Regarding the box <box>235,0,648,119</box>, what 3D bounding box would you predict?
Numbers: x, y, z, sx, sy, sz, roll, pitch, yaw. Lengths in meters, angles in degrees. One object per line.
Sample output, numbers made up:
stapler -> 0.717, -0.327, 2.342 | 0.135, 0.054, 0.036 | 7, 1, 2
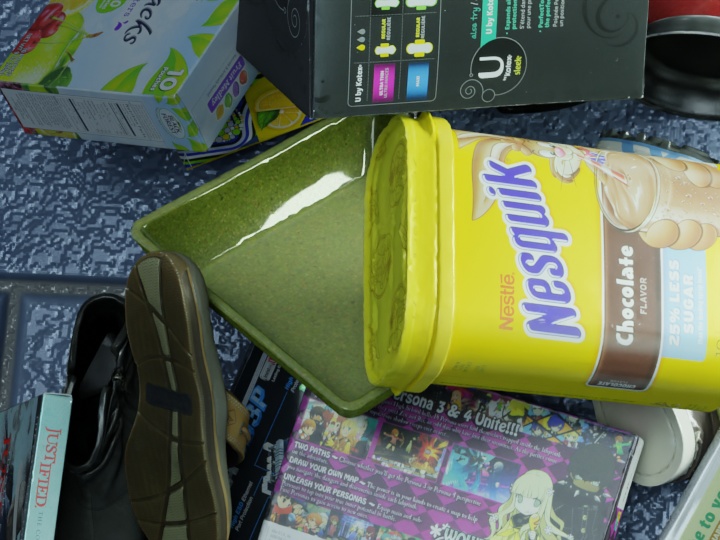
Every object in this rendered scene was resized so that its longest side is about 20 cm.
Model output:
box -> 0.044, -0.167, 1.450 | 0.199, 0.149, 0.125 | -5, 111, -18

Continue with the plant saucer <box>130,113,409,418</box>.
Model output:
plant saucer -> 0.000, 0.000, 1.526 | 0.199, 0.048, 0.200 | -30, 52, -30

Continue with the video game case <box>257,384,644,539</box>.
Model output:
video game case -> 0.043, 0.154, 1.495 | 0.199, 0.036, 0.183 | 15, 84, 16

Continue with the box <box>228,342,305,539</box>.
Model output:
box -> -0.020, 0.139, 1.557 | 0.158, 0.046, 0.201 | 22, 85, 15

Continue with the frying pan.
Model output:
frying pan -> 0.182, -0.111, 1.556 | 0.190, 0.114, 0.031 | -19, 55, 54

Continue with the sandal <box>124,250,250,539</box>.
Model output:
sandal -> -0.095, 0.080, 1.499 | 0.080, 0.054, 0.201 | 18, 118, 42

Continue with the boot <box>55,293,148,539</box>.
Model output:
boot -> -0.163, 0.119, 1.544 | 0.067, 0.131, 0.202 | 6, 81, 6

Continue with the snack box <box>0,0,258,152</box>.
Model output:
snack box -> -0.110, -0.163, 1.569 | 0.141, 0.053, 0.201 | 8, 52, 32

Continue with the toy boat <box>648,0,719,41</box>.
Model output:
toy boat -> 0.165, -0.234, 1.546 | 0.130, 0.131, 0.201 | -35, 74, 4

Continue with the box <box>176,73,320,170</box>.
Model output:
box -> -0.030, -0.137, 1.592 | 0.199, 0.064, 0.070 | -21, 38, 8

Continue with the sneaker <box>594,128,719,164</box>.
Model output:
sneaker -> 0.216, -0.020, 1.527 | 0.199, 0.072, 0.073 | 33, 95, 19

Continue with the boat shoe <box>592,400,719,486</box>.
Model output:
boat shoe -> 0.160, 0.029, 1.534 | 0.072, 0.059, 0.201 | -34, 69, 39

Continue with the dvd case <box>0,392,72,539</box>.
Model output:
dvd case -> -0.206, 0.151, 1.524 | 0.022, 0.200, 0.147 | 10, 80, -18

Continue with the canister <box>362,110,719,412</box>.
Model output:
canister -> 0.108, -0.001, 1.432 | 0.199, 0.087, 0.150 | 6, 67, -15

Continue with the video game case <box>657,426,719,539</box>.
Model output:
video game case -> 0.268, 0.164, 1.483 | 0.181, 0.022, 0.201 | 30, 87, 2
